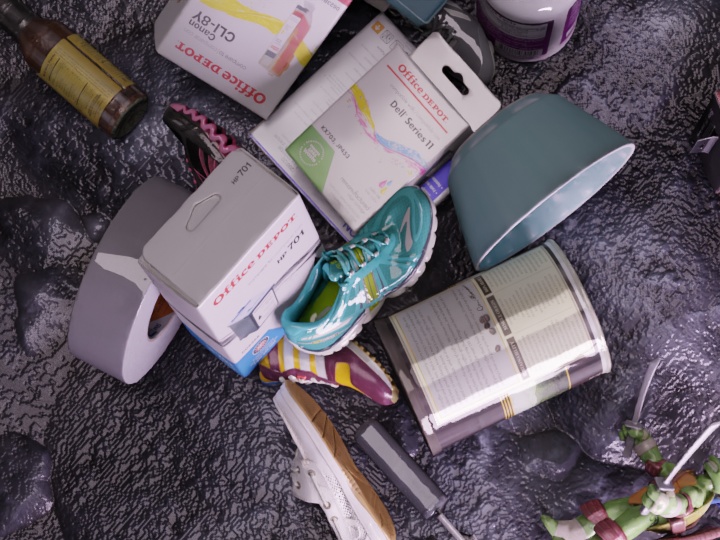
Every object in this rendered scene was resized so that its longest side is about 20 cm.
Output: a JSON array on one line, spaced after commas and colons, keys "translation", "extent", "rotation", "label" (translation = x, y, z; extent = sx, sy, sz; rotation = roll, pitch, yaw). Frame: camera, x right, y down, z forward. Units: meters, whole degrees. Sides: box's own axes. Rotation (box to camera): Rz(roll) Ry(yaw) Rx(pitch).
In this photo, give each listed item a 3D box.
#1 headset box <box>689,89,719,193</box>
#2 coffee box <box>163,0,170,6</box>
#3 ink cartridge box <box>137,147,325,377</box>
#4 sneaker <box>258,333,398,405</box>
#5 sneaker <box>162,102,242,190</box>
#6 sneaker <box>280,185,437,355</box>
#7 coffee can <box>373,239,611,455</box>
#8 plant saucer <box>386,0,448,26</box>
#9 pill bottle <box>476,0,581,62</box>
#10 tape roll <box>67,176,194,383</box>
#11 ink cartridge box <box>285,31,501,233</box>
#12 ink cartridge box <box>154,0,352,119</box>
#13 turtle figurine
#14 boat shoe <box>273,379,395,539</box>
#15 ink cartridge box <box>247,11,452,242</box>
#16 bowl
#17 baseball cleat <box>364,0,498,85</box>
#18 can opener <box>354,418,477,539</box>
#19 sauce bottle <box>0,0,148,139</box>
[{"translation": [0.432, -0.155, 1.529], "extent": [0.198, 0.149, 0.078], "rotation": [-20, 79, 0], "label": "headset box"}, {"translation": [-0.123, -0.354, 1.632], "extent": [0.197, 0.080, 0.114], "rotation": [-14, 79, 1], "label": "coffee box"}, {"translation": [-0.114, -0.003, 1.450], "extent": [0.086, 0.200, 0.147], "rotation": [38, 79, 20], "label": "ink cartridge box"}, {"translation": [-0.054, 0.096, 1.554], "extent": [0.199, 0.075, 0.090], "rotation": [35, 82, 17], "label": "sneaker"}, {"translation": [-0.151, -0.091, 1.596], "extent": [0.095, 0.079, 0.200], "rotation": [-45, 79, 7], "label": "sneaker"}, {"translation": [0.000, 0.000, 1.473], "extent": [0.201, 0.080, 0.077], "rotation": [-51, 57, 4], "label": "sneaker"}, {"translation": [0.131, 0.076, 1.506], "extent": [0.198, 0.146, 0.148], "rotation": [-25, 79, -1], "label": "coffee can"}, {"translation": [0.083, -0.325, 1.590], "extent": [0.070, 0.019, 0.200], "rotation": [38, 49, -1], "label": "plant saucer"}, {"translation": [0.174, -0.296, 1.542], "extent": [0.111, 0.200, 0.114], "rotation": [-1, 80, 3], "label": "pill bottle"}, {"translation": [-0.215, 0.010, 1.511], "extent": [0.066, 0.200, 0.202], "rotation": [26, 82, 8], "label": "tape roll"}, {"translation": [0.036, -0.145, 1.534], "extent": [0.200, 0.067, 0.117], "rotation": [-43, 80, 4], "label": "ink cartridge box"}, {"translation": [-0.102, -0.280, 1.553], "extent": [0.144, 0.084, 0.201], "rotation": [30, 112, -22], "label": "ink cartridge box"}, {"translation": [0.264, 0.203, 1.481], "extent": [0.193, 0.201, 0.144], "rotation": [-32, 45, 1], "label": "turtle figurine"}, {"translation": [-0.041, 0.207, 1.516], "extent": [0.069, 0.071, 0.201], "rotation": [-30, 97, 11], "label": "boat shoe"}, {"translation": [0.016, -0.139, 1.603], "extent": [0.200, 0.043, 0.198], "rotation": [-42, 81, -6], "label": "ink cartridge box"}, {"translation": [0.166, -0.102, 1.508], "extent": [0.200, 0.201, 0.105], "rotation": [-35, 79, -3], "label": "bowl"}, {"translation": [0.061, -0.271, 1.597], "extent": [0.106, 0.070, 0.201], "rotation": [-17, 65, -41], "label": "baseball cleat"}, {"translation": [0.056, 0.244, 1.528], "extent": [0.067, 0.053, 0.200], "rotation": [-42, 79, -5], "label": "can opener"}, {"translation": [-0.318, -0.227, 1.630], "extent": [0.200, 0.065, 0.065], "rotation": [42, 85, 10], "label": "sauce bottle"}]
